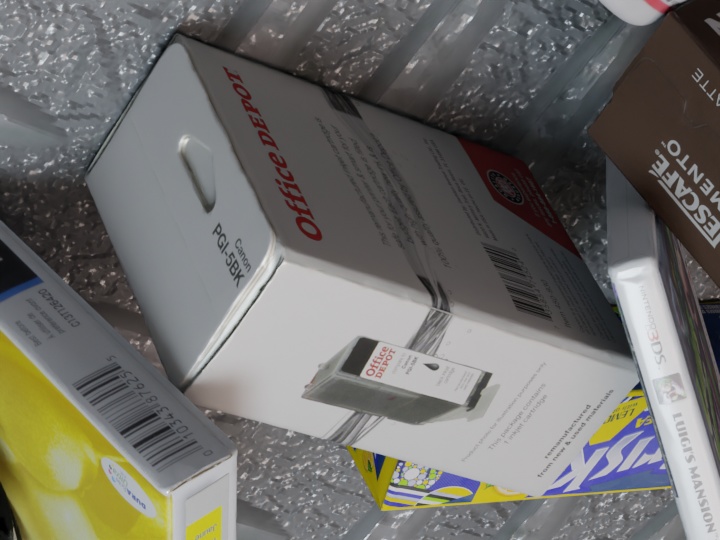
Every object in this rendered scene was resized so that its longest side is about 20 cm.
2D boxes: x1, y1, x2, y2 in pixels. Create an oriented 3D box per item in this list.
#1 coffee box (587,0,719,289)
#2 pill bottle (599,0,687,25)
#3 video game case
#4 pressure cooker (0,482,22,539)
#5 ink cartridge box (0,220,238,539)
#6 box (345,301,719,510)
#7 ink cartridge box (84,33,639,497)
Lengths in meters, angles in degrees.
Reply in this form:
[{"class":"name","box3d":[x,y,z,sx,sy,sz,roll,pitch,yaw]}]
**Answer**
[{"class":"coffee box","box3d":[0.205,-0.074,1.144,0.200,0.115,0.080,-28,162,-39]},{"class":"pill bottle","box3d":[0.160,-0.191,1.060,0.199,0.109,0.109,-32,137,18]},{"class":"video game case","box3d":[0.139,0.046,1.180,0.023,0.200,0.183,-15,108,10]},{"class":"pressure cooker","box3d":[-0.239,0.132,1.095,0.178,0.176,0.200,36,139,-3]},{"class":"ink cartridge box","box3d":[-0.122,0.096,1.135,0.047,0.197,0.201,-26,139,-32]},{"class":"box","box3d":[0.096,0.064,1.311,0.199,0.064,0.070,-3,131,-25]},{"class":"ink cartridge box","box3d":[0.000,0.000,1.146,0.199,0.147,0.083,18,121,-36]}]
